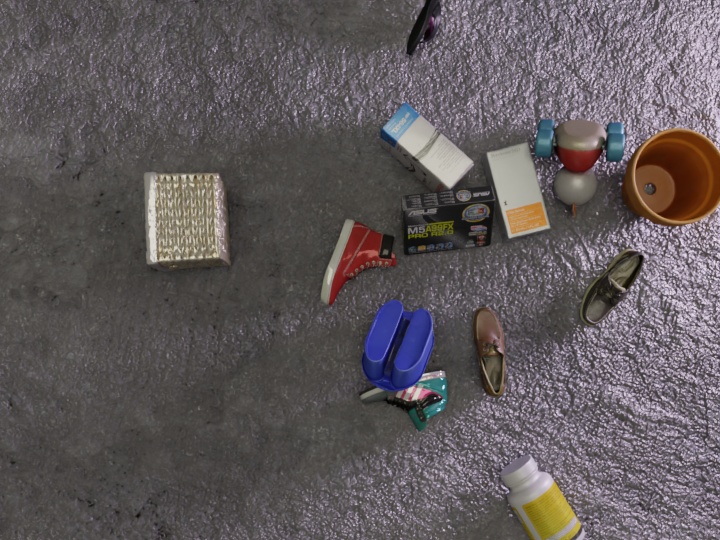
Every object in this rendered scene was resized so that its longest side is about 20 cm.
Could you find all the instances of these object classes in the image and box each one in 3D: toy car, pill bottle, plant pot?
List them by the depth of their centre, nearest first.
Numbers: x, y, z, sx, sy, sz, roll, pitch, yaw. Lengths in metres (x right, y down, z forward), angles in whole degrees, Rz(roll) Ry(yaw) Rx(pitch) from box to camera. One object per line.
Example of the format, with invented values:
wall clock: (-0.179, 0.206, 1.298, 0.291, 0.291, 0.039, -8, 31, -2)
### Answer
pill bottle: (0.389, 0.510, 1.688, 0.111, 0.111, 0.201, -32, 87, -2)
plant pot: (0.659, -0.188, 1.694, 0.198, 0.183, 0.202, 0, 86, 0)
toy car: (0.481, -0.223, 1.735, 0.183, 0.177, 0.202, 6, 115, 14)

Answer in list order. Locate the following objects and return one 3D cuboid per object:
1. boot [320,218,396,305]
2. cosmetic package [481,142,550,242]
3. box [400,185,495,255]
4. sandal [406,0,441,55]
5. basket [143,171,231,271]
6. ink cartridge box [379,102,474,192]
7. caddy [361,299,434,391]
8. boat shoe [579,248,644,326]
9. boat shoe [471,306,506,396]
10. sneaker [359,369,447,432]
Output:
boot: (0.000, 0.000, 1.747, 0.143, 0.072, 0.201, 21, 83, 0)
cosmetic package: (0.350, -0.175, 1.752, 0.101, 0.071, 0.202, -15, 86, 0)
box: (0.190, -0.108, 1.707, 0.198, 0.161, 0.045, -6, 54, -1)
sandal: (0.164, -0.581, 1.782, 0.048, 0.075, 0.202, 26, 87, -15)
basket: (-0.374, -0.106, 1.695, 0.159, 0.198, 0.202, -4, 86, -4)
ink cartridge box: (0.143, -0.260, 1.722, 0.200, 0.146, 0.084, 43, 86, 3)
caddy: (0.083, 0.165, 1.700, 0.140, 0.105, 0.201, 18, 59, 12)
boat shoe: (0.563, 0.035, 1.739, 0.073, 0.065, 0.201, 33, 88, 1)
boat shoe: (0.294, 0.179, 1.731, 0.071, 0.068, 0.202, -10, 85, 1)
sneaker: (0.104, 0.300, 1.722, 0.198, 0.084, 0.122, -13, 77, -1)
